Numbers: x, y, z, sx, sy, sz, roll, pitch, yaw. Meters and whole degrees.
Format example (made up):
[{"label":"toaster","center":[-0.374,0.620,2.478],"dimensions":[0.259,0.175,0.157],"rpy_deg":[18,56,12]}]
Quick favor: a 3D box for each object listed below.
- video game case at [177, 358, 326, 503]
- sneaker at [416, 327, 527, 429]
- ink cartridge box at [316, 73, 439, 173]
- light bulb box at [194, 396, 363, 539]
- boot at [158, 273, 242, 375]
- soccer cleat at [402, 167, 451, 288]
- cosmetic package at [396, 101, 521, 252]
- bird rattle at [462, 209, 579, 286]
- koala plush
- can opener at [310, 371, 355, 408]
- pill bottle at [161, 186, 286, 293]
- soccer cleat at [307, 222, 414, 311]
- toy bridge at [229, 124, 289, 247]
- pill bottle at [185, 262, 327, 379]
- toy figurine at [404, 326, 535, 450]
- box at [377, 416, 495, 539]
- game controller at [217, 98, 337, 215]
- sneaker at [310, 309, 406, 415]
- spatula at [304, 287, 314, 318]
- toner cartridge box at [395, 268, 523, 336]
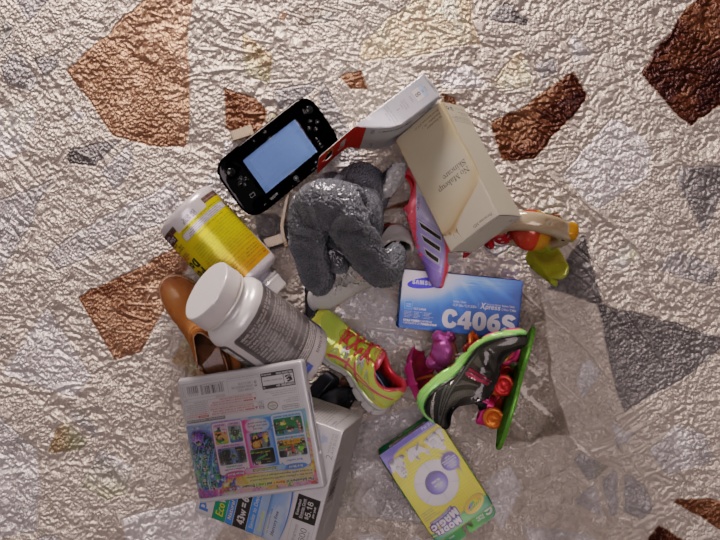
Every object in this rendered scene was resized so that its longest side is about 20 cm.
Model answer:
[{"label":"video game case","center":[-0.158,0.234,1.377],"dimensions":[0.196,0.024,0.186],"rpy_deg":[-10,92,14]},{"label":"sneaker","center":[0.176,0.159,1.410],"dimensions":[0.200,0.077,0.084],"rpy_deg":[-43,73,14]},{"label":"ink cartridge box","center":[0.023,-0.205,1.453],"dimensions":[0.199,0.160,0.048],"rpy_deg":[-39,90,-5]},{"label":"light bulb box","center":[-0.123,0.292,1.450],"dimensions":[0.196,0.125,0.202],"rpy_deg":[16,96,14]},{"label":"boot","center":[-0.249,0.091,1.468],"dimensions":[0.073,0.155,0.201],"rpy_deg":[-39,93,1]},{"label":"soccer cleat","center":[0.102,-0.070,1.502],"dimensions":[0.075,0.067,0.204],"rpy_deg":[-1,75,-5]},{"label":"cosmetic package","center":[0.146,-0.140,1.434],"dimensions":[0.103,0.072,0.203],"rpy_deg":[-38,67,32]},{"label":"bird rattle","center":[0.252,-0.065,1.484],"dimensions":[0.197,0.163,0.115],"rpy_deg":[21,73,-12]},{"label":"koala plush","center":[-0.012,-0.096,1.443],"dimensions":[0.174,0.201,0.186],"rpy_deg":[-6,125,28]},{"label":"can opener","center":[-0.077,0.265,1.537],"dimensions":[0.063,0.078,0.202],"rpy_deg":[28,96,-39]},{"label":"pill bottle","center":[-0.209,-0.025,1.487],"dimensions":[0.109,0.109,0.200],"rpy_deg":[-43,93,0]},{"label":"soccer cleat","center":[0.000,0.000,1.502],"dimensions":[0.199,0.085,0.069],"rpy_deg":[-36,116,-2]},{"label":"toy bridge","center":[-0.148,-0.135,1.525],"dimensions":[0.066,0.027,0.204],"rpy_deg":[-18,92,-2]},{"label":"pill bottle","center":[-0.153,0.082,1.403],"dimensions":[0.199,0.114,0.114],"rpy_deg":[39,91,-29]},{"label":"toy figurine","center":[0.161,0.157,1.495],"dimensions":[0.181,0.150,0.204],"rpy_deg":[17,106,7]},{"label":"box","center":[0.128,0.347,1.547],"dimensions":[0.116,0.048,0.202],"rpy_deg":[-34,95,0]},{"label":"game controller","center":[-0.128,-0.179,1.495],"dimensions":[0.199,0.042,0.105],"rpy_deg":[-41,95,-16]},{"label":"sneaker","center":[0.001,0.132,1.502],"dimensions":[0.200,0.078,0.090],"rpy_deg":[48,135,-11]},{"label":"spatula","center":[-0.083,0.004,1.537],"dimensions":[0.055,0.021,0.204],"rpy_deg":[-2,93,-6]},{"label":"toner cartridge box","center":[0.159,0.053,1.536],"dimensions":[0.196,0.043,0.097],"rpy_deg":[5,91,-2]}]
